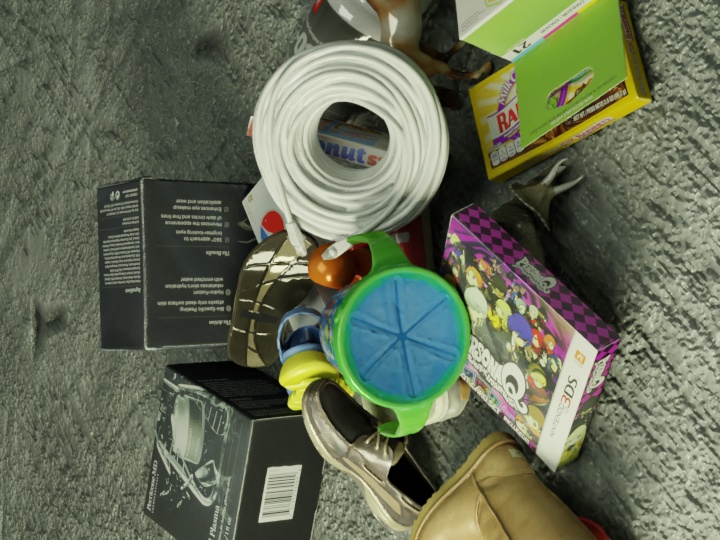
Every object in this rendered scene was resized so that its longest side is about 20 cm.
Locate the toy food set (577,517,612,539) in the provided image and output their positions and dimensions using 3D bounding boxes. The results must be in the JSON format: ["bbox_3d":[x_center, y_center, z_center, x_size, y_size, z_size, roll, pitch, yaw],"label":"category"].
[{"bbox_3d":[0.197,0.330,1.272,0.200,0.048,0.199,51,126,38],"label":"toy food set"}]

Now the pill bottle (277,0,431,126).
[{"bbox_3d":[-0.007,-0.250,1.467,0.200,0.113,0.114,-56,51,33],"label":"pill bottle"}]

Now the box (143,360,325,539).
[{"bbox_3d":[-0.150,0.234,1.630,0.196,0.123,0.201,23,107,49],"label":"box"}]

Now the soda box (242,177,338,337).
[{"bbox_3d":[-0.066,-0.019,1.575,0.068,0.063,0.201,-46,57,40],"label":"soda box"}]

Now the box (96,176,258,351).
[{"bbox_3d":[-0.205,-0.006,1.637,0.117,0.196,0.201,-5,86,50],"label":"box"}]

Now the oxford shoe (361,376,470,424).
[{"bbox_3d":[0.057,0.135,1.439,0.200,0.057,0.076,-24,82,63],"label":"oxford shoe"}]

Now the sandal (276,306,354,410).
[{"bbox_3d":[-0.052,0.099,1.496,0.200,0.079,0.088,90,170,-70],"label":"sandal"}]

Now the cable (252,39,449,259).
[{"bbox_3d":[-0.008,-0.130,1.348,0.199,0.069,0.201,-22,101,18],"label":"cable"}]

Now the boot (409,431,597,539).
[{"bbox_3d":[0.133,0.269,1.270,0.176,0.066,0.200,-60,33,19],"label":"boot"}]

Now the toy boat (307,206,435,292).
[{"bbox_3d":[0.000,0.000,1.444,0.130,0.130,0.201,-13,80,49],"label":"toy boat"}]

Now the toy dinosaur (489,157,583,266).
[{"bbox_3d":[0.148,-0.009,1.313,0.102,0.077,0.201,3,88,63],"label":"toy dinosaur"}]

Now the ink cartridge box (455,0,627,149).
[{"bbox_3d":[0.164,-0.239,1.260,0.148,0.075,0.201,-33,50,45],"label":"ink cartridge box"}]

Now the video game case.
[{"bbox_3d":[0.146,0.065,1.278,0.200,0.036,0.182,46,146,30],"label":"video game case"}]

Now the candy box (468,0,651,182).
[{"bbox_3d":[0.187,-0.169,1.306,0.200,0.026,0.103,-28,65,46],"label":"candy box"}]

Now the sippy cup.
[{"bbox_3d":[0.022,0.062,1.325,0.179,0.139,0.130,-66,17,-7],"label":"sippy cup"}]

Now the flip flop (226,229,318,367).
[{"bbox_3d":[-0.101,0.027,1.521,0.058,0.081,0.201,-82,9,-50],"label":"flip flop"}]

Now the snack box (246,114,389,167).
[{"bbox_3d":[-0.014,-0.135,1.423,0.199,0.072,0.024,15,111,9],"label":"snack box"}]

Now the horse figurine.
[{"bbox_3d":[0.058,-0.249,1.367,0.050,0.132,0.201,-138,36,-67],"label":"horse figurine"}]

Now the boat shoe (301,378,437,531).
[{"bbox_3d":[0.018,0.186,1.418,0.073,0.075,0.200,-22,116,38],"label":"boat shoe"}]
